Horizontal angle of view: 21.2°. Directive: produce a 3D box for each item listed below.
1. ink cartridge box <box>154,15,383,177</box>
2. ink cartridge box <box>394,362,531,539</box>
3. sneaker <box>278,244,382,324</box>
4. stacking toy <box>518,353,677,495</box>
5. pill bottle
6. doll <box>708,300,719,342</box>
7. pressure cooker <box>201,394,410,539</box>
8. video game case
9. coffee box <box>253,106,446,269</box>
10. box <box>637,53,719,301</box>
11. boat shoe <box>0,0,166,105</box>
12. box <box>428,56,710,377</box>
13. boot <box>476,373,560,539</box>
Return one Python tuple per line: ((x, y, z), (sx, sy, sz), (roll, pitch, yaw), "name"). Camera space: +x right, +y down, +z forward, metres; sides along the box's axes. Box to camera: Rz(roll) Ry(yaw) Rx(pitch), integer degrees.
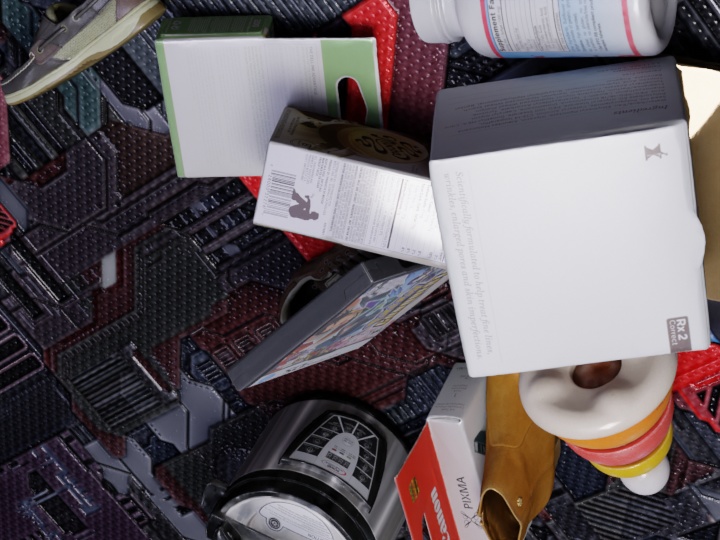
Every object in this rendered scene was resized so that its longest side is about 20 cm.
((-0.076, -0.155, 1.724), (0.198, 0.048, 0.147), (-1, 125, 8), "ink cartridge box")
((0.101, 0.217, 1.824), (0.043, 0.174, 0.201), (-1, 123, 25), "ink cartridge box")
((0.000, 0.000, 1.779), (0.070, 0.076, 0.200), (44, 130, -10), "sneaker")
((0.237, 0.143, 1.755), (0.145, 0.147, 0.201), (-2, 138, 26), "stacking toy")
((0.144, -0.224, 1.529), (0.198, 0.109, 0.110), (2, 124, 24), "pill bottle")
((0.306, 0.009, 1.659), (0.136, 0.049, 0.200), (-30, 108, 25), "doll")
((-0.047, 0.244, 1.896), (0.175, 0.200, 0.180), (-13, 117, 33), "pressure cooker")
((-0.001, 0.034, 1.738), (0.200, 0.180, 0.026), (-39, 76, 38), "video game case")
((0.017, -0.070, 1.662), (0.198, 0.113, 0.081), (13, 111, 0), "coffee box")
((0.286, -0.072, 1.581), (0.162, 0.021, 0.202), (10, 116, 2), "box")
((-0.261, -0.216, 1.755), (0.200, 0.072, 0.066), (-25, 101, 36), "boat shoe")
((0.166, -0.042, 1.517), (0.198, 0.131, 0.201), (-7, 118, 9), "box")
((0.141, 0.151, 1.777), (0.070, 0.144, 0.203), (0, 123, 24), "boot")
